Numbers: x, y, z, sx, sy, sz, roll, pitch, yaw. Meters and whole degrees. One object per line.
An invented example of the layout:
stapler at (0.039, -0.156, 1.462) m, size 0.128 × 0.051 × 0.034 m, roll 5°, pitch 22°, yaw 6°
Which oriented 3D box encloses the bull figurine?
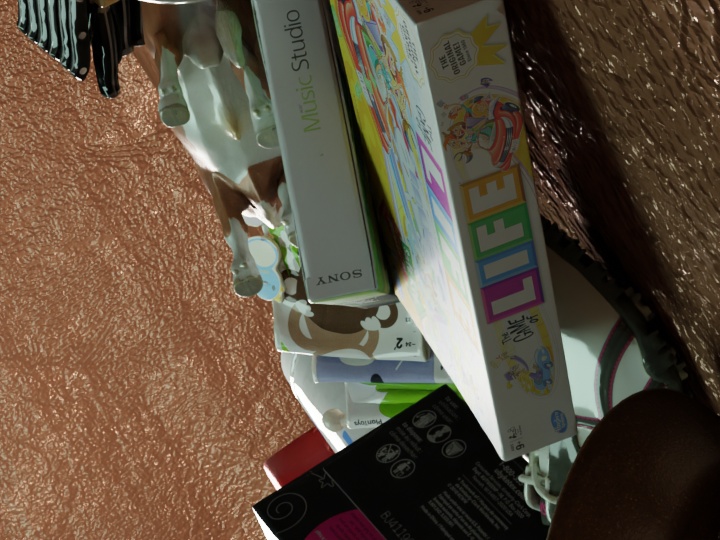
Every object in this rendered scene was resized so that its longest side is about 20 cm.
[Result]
bull figurine at (-0.057, -0.068, 0.966) m, size 0.122 × 0.065 × 0.200 m, roll -105°, pitch -8°, yaw -45°

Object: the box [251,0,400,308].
box at (-0.008, -0.056, 0.933) m, size 0.200 × 0.036 × 0.145 m, roll 7°, pitch -107°, yaw -82°

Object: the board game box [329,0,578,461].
board game box at (0.033, -0.042, 0.781) m, size 0.135 × 0.034 × 0.201 m, roll -123°, pitch 16°, yaw -55°

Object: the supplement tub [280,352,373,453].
supplement tub at (0.043, 0.103, 1.388) m, size 0.200 × 0.132 × 0.132 m, roll 51°, pitch 173°, yaw 40°

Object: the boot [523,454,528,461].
boot at (0.147, 0.149, 1.043) m, size 0.163 × 0.073 × 0.199 m, roll 48°, pitch 164°, yaw 43°

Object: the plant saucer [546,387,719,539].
plant saucer at (0.134, 0.146, 0.766) m, size 0.037 × 0.201 × 0.201 m, roll -3°, pitch 132°, yaw 36°

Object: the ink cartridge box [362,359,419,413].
ink cartridge box at (0.039, 0.032, 1.182) m, size 0.200 × 0.087 × 0.145 m, roll 57°, pitch -179°, yaw 7°

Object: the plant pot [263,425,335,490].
plant pot at (0.050, 0.183, 1.530) m, size 0.201 × 0.182 × 0.200 m, roll 55°, pitch 176°, yaw 6°

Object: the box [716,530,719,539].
box at (0.220, 0.181, 0.700) m, size 0.159 × 0.048 × 0.200 m, roll 60°, pitch 174°, yaw -31°

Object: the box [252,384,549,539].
box at (0.058, 0.175, 0.994) m, size 0.200 × 0.132 × 0.115 m, roll 43°, pitch 158°, yaw 49°

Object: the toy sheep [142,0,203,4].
toy sheep at (-0.083, -0.174, 0.817) m, size 0.138 × 0.138 × 0.200 m, roll 57°, pitch 170°, yaw -11°

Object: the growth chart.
growth chart at (0.000, 0.000, 1.079) m, size 0.018 × 0.144 × 0.201 m, roll -44°, pitch -61°, yaw -60°

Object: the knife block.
knife block at (-0.116, -0.192, 1.010) m, size 0.064 × 0.200 × 0.175 m, roll 39°, pitch -168°, yaw 32°

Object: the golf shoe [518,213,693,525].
golf shoe at (0.104, 0.068, 0.858) m, size 0.200 × 0.088 × 0.077 m, roll 59°, pitch 176°, yaw -13°
